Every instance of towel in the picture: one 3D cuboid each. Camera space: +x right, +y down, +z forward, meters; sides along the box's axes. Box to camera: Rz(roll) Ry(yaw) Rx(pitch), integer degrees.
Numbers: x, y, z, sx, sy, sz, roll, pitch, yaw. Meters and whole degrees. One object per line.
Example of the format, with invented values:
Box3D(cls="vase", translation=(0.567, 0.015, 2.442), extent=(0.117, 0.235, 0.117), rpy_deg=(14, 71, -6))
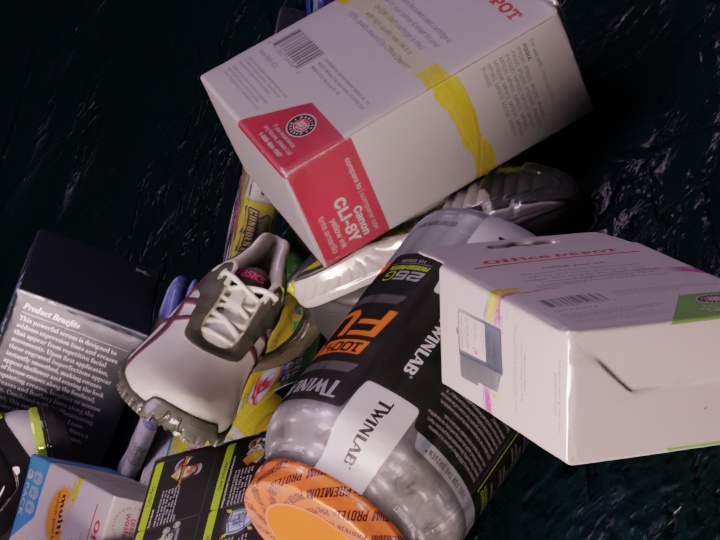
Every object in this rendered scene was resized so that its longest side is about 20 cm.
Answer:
Box3D(cls="towel", translation=(-0.167, 0.116, 1.816), extent=(0.147, 0.024, 0.200), rpy_deg=(-82, 14, -55))

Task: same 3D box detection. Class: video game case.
Box3D(cls="video game case", translation=(-0.071, -0.066, 1.743), extent=(0.200, 0.025, 0.181), rpy_deg=(-87, 10, -61))

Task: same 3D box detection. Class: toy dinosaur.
Box3D(cls="toy dinosaur", translation=(0.000, 0.000, 1.615), extent=(0.088, 0.047, 0.200), rpy_deg=(23, 77, 40))

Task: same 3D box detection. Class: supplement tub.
Box3D(cls="supplement tub", translation=(0.031, 0.073, 1.321), extent=(0.200, 0.123, 0.122), rpy_deg=(-53, 16, -29))

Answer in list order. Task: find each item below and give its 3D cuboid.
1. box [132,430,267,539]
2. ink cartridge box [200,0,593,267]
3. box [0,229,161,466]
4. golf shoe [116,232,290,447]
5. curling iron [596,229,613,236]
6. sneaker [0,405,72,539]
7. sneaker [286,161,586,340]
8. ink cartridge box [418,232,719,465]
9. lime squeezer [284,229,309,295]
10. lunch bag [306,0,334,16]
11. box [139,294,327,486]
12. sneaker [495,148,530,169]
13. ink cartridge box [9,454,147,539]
Box3D(cls="box", translation=(-0.048, 0.170, 1.405), extent=(0.193, 0.048, 0.200), rpy_deg=(-18, 36, 24))
Box3D(cls="ink cartridge box", translation=(0.023, -0.111, 1.532), extent=(0.200, 0.084, 0.145), rpy_deg=(-31, 37, -7))
Box3D(cls="box", translation=(-0.236, 0.094, 1.863), extent=(0.148, 0.107, 0.200), rpy_deg=(-93, 25, -72))
Box3D(cls="golf shoe", translation=(-0.093, 0.039, 1.514), extent=(0.088, 0.077, 0.200), rpy_deg=(-61, 3, 23))
Box3D(cls="curling iron", translation=(0.089, 0.029, 1.447), extent=(0.200, 0.026, 0.050), rpy_deg=(-33, 26, 47))
Box3D(cls="sneaker", translation=(-0.247, 0.191, 1.769), extent=(0.072, 0.083, 0.201), rpy_deg=(-148, 54, -75))
Box3D(cls="sneaker", translation=(0.056, -0.002, 1.520), extent=(0.200, 0.085, 0.075), rpy_deg=(-20, 20, 25))
Box3D(cls="ink cartridge box", translation=(0.113, 0.033, 1.220), extent=(0.200, 0.117, 0.068), rpy_deg=(-148, 55, -67))
Box3D(cls="lime squeezer", translation=(-0.030, -0.001, 1.669), extent=(0.200, 0.038, 0.071), rpy_deg=(-36, 63, -2))
Box3D(cls="lunch bag", translation=(0.003, -0.175, 1.781), extent=(0.200, 0.082, 0.161), rpy_deg=(-89, -2, -59))
Box3D(cls="box", translation=(-0.077, 0.094, 1.704), extent=(0.200, 0.048, 0.118), rpy_deg=(-44, 22, 36))
Box3D(cls="sneaker", translation=(0.070, -0.129, 1.669), extent=(0.075, 0.078, 0.200), rpy_deg=(-48, 21, 17))
Box3D(cls="ink cartridge box", translation=(-0.172, 0.200, 1.646), extent=(0.200, 0.068, 0.116), rpy_deg=(12, 88, 61))
